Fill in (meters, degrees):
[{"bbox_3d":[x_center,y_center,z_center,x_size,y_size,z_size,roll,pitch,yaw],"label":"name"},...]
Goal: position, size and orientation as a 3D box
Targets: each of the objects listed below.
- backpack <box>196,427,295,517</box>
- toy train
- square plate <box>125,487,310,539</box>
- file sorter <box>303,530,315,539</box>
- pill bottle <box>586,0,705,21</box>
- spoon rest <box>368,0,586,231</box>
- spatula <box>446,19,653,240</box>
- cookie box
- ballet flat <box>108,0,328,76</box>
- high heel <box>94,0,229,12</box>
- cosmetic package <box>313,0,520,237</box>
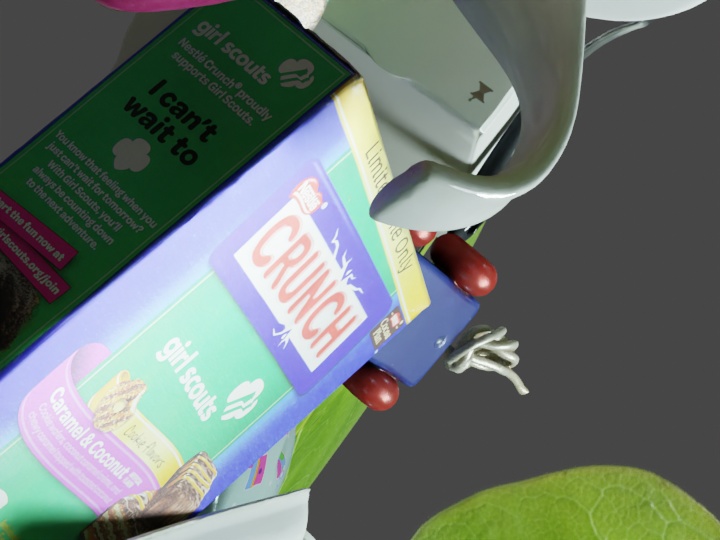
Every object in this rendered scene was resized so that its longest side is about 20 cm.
[{"bbox_3d":[-0.107,0.094,0.994,0.200,0.126,0.167,-62,156,6],"label":"backpack"},{"bbox_3d":[0.000,0.000,1.010,0.085,0.116,0.200,-49,149,3],"label":"toy train"},{"bbox_3d":[-0.110,0.176,0.867,0.200,0.028,0.198,-52,163,16],"label":"square plate"},{"bbox_3d":[-0.134,0.205,1.223,0.139,0.124,0.200,-25,-153,52],"label":"file sorter"},{"bbox_3d":[0.112,-0.213,0.903,0.112,0.112,0.201,115,-13,-61],"label":"pill bottle"},{"bbox_3d":[0.049,-0.101,0.782,0.099,0.060,0.201,-33,-139,54],"label":"spoon rest"},{"bbox_3d":[0.098,-0.090,0.984,0.200,0.021,0.056,-52,160,18],"label":"spatula"},{"bbox_3d":[-0.079,0.017,0.799,0.200,0.075,0.171,-42,152,-12],"label":"cookie box"},{"bbox_3d":[-0.081,-0.058,0.853,0.067,0.068,0.200,-5,129,-55],"label":"ballet flat"},{"bbox_3d":[0.001,-0.126,0.692,0.199,0.068,0.096,-11,178,-3],"label":"high heel"},{"bbox_3d":[0.031,-0.095,1.053,0.085,0.108,0.200,-51,174,-13],"label":"cosmetic package"}]
